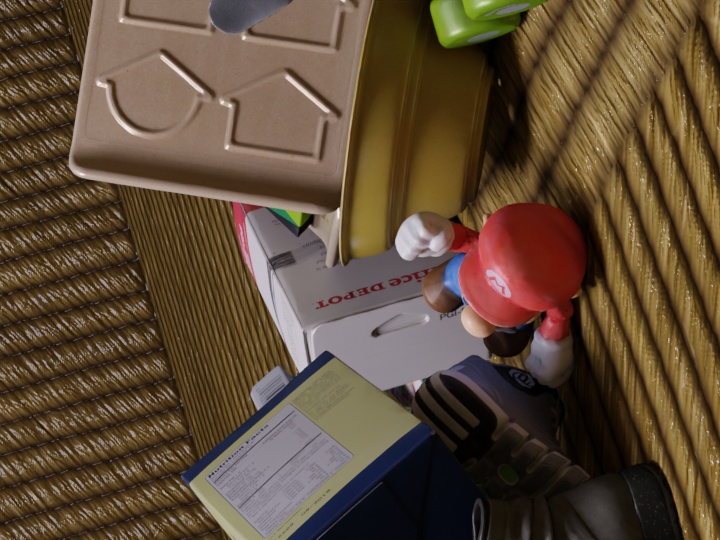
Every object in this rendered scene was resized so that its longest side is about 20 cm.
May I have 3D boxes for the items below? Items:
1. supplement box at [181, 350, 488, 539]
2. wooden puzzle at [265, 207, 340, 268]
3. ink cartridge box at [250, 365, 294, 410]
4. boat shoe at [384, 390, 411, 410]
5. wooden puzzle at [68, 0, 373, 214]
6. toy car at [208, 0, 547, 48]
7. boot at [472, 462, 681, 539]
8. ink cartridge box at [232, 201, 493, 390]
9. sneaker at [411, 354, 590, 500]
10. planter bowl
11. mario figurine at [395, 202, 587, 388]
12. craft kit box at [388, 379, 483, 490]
[{"bbox_3d":[0.015,0.188,1.610,0.200,0.134,0.200,53,171,-24],"label":"supplement box"},{"bbox_3d":[-0.083,-0.088,1.722,0.200,0.037,0.185,47,172,5],"label":"wooden puzzle"},{"bbox_3d":[0.009,0.191,2.012,0.200,0.041,0.200,43,-170,-36],"label":"ink cartridge box"},{"bbox_3d":[0.031,0.134,1.914,0.200,0.071,0.076,56,140,45],"label":"boat shoe"},{"bbox_3d":[-0.086,-0.145,1.612,0.046,0.185,0.201,37,-118,-83],"label":"wooden puzzle"},{"bbox_3d":[-0.007,-0.213,1.497,0.158,0.199,0.165,146,109,-78],"label":"toy car"},{"bbox_3d":[0.142,0.224,1.507,0.068,0.130,0.201,136,118,-76],"label":"boot"},{"bbox_3d":[0.000,0.000,1.863,0.200,0.146,0.083,-118,16,-50],"label":"ink cartridge box"},{"bbox_3d":[0.130,0.130,1.637,0.200,0.075,0.115,49,-151,2],"label":"sneaker"},{"bbox_3d":[0.043,-0.095,1.622,0.200,0.083,0.201,9,-90,-85],"label":"planter bowl"},{"bbox_3d":[0.081,0.019,1.585,0.200,0.123,0.106,116,154,-79],"label":"mario figurine"},{"bbox_3d":[0.065,0.146,2.001,0.198,0.048,0.201,111,142,-76],"label":"craft kit box"}]
